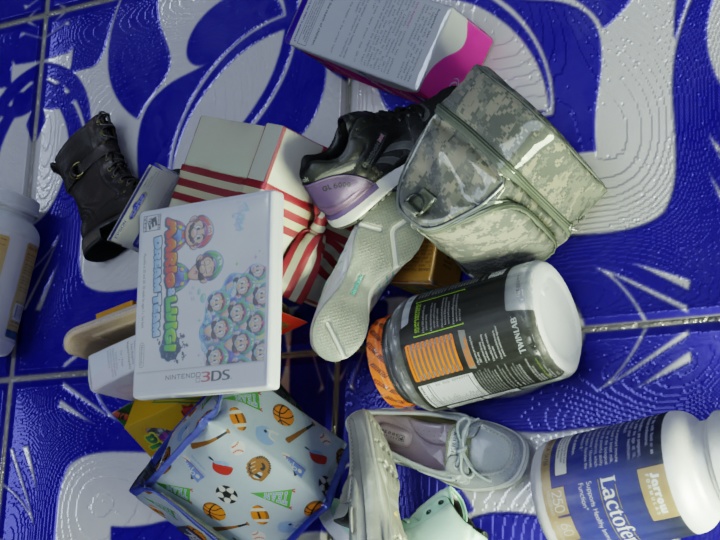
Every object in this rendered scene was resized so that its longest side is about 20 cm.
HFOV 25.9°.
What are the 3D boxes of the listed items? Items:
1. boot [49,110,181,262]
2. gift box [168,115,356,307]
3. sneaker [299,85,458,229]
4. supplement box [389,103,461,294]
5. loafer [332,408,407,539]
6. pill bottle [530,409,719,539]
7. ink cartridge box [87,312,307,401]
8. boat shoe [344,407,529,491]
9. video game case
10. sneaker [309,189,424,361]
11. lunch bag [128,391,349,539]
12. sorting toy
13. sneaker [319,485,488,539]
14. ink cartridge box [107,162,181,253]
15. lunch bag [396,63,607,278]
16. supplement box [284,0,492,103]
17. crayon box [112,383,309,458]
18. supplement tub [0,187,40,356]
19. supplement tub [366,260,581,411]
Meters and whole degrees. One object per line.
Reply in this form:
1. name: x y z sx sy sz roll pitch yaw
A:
1. boot: -0.303 -0.125 1.943 0.199 0.069 0.175 -32 62 24
2. gift box: -0.080 -0.065 1.720 0.186 0.199 0.186 15 89 50
3. sneaker: 0.025 -0.138 1.608 0.200 0.088 0.076 -42 22 -10
4. supplement box: 0.079 -0.076 1.686 0.068 0.066 0.202 -1 75 32
5. loafer: 0.004 0.234 1.562 0.069 0.070 0.201 -17 56 14
6. pill bottle: 0.269 0.195 1.457 0.199 0.115 0.117 -18 67 27
7. ink cartridge box: -0.179 0.096 1.742 0.199 0.162 0.058 -20 66 27
8. boat shoe: 0.078 0.179 1.614 0.201 0.065 0.075 12 83 35
9. video game case: -0.157 0.027 1.601 0.181 0.024 0.202 -7 76 34
10. sneaker: 0.000 0.000 1.638 0.201 0.070 0.080 -58 11 -7
11. lunch bag: -0.136 0.228 1.660 0.200 0.170 0.124 -46 11 37
12. sorting toy: -0.204 0.059 1.753 0.199 0.185 0.037 -24 64 23
13. sneaker: 0.047 0.263 1.613 0.200 0.074 0.119 32 82 42
14. ink cartridge box: -0.212 -0.058 1.785 0.039 0.200 0.100 34 94 34
15. lunch bag: 0.134 -0.081 1.575 0.168 0.200 0.139 -47 59 5
16. supplement box: 0.031 -0.258 1.747 0.199 0.101 0.104 24 90 35
17. crayon box: -0.169 0.178 1.737 0.199 0.127 0.051 -26 28 25
18. supplement tub: -0.489 -0.002 1.982 0.144 0.144 0.202 7 80 34
19. supplement tub: 0.113 0.071 1.588 0.199 0.122 0.124 -16 68 28
